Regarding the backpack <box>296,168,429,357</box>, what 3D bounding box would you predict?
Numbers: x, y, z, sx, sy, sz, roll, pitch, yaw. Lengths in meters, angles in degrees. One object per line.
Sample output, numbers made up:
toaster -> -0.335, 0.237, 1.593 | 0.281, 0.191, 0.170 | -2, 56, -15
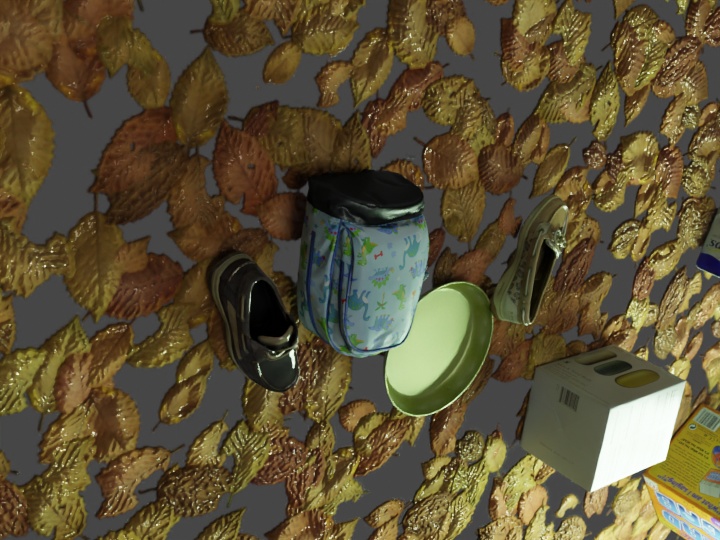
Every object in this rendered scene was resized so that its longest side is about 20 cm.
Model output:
backpack -> 0.000, 0.000, 1.141 | 0.163, 0.154, 0.201 | -6, 128, -47

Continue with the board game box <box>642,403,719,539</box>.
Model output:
board game box -> 0.712, 0.429, 1.934 | 0.200, 0.200, 0.200 | -44, 133, -15

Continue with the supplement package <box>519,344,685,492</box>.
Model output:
supplement package -> 0.388, 0.231, 1.579 | 0.199, 0.152, 0.151 | -10, 117, -38

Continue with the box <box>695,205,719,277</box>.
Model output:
box -> 0.714, -0.069, 1.750 | 0.184, 0.105, 0.201 | 10, 103, -44

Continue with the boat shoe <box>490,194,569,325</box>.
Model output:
boat shoe -> 0.254, -0.013, 1.387 | 0.073, 0.063, 0.201 | 38, 73, -46

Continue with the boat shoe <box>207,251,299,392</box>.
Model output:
boat shoe -> -0.111, 0.072, 1.111 | 0.074, 0.073, 0.200 | -39, 132, -20

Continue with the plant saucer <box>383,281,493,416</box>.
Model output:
plant saucer -> 0.101, 0.103, 1.346 | 0.199, 0.031, 0.201 | -19, 122, -33
